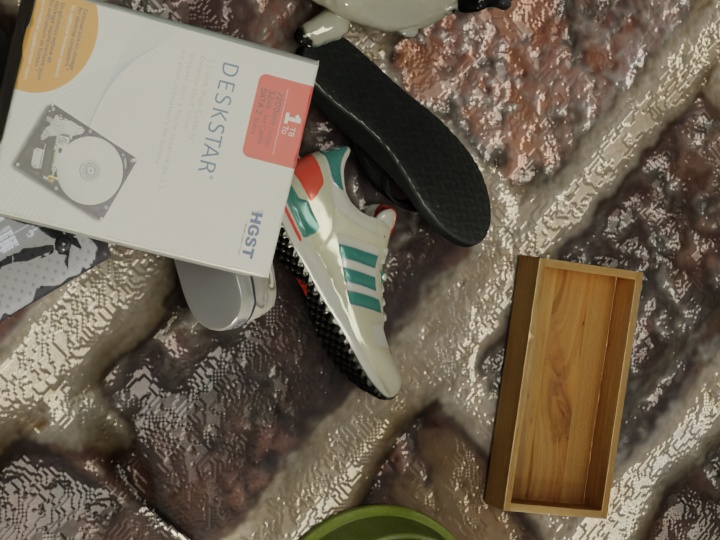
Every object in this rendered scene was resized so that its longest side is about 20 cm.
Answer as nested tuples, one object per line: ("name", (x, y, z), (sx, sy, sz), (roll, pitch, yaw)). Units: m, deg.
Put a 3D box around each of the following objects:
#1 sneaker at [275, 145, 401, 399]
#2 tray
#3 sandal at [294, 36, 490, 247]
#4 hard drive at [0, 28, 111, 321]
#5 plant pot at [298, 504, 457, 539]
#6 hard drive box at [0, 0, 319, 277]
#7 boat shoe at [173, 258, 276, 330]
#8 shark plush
("sneaker", (0.000, 0.000, 1.626), (0.093, 0.070, 0.200), (-32, 105, -14))
("tray", (0.162, 0.093, 1.736), (0.098, 0.037, 0.201), (8, 92, -27))
("sandal", (0.023, -0.097, 1.643), (0.200, 0.048, 0.075), (47, 51, -8))
("hard drive", (-0.271, -0.068, 1.503), (0.135, 0.042, 0.200), (-32, 107, -21))
("plant pot", (0.050, 0.290, 1.614), (0.199, 0.190, 0.201), (-3, 97, -27))
("hard drive box", (-0.146, -0.093, 1.478), (0.199, 0.077, 0.156), (13, 88, -17))
("boat shoe", (-0.105, -0.059, 1.575), (0.066, 0.072, 0.201), (-18, 90, -54))
("shark plush", (0.029, -0.226, 1.619), (0.199, 0.083, 0.091), (-3, 136, -20))
